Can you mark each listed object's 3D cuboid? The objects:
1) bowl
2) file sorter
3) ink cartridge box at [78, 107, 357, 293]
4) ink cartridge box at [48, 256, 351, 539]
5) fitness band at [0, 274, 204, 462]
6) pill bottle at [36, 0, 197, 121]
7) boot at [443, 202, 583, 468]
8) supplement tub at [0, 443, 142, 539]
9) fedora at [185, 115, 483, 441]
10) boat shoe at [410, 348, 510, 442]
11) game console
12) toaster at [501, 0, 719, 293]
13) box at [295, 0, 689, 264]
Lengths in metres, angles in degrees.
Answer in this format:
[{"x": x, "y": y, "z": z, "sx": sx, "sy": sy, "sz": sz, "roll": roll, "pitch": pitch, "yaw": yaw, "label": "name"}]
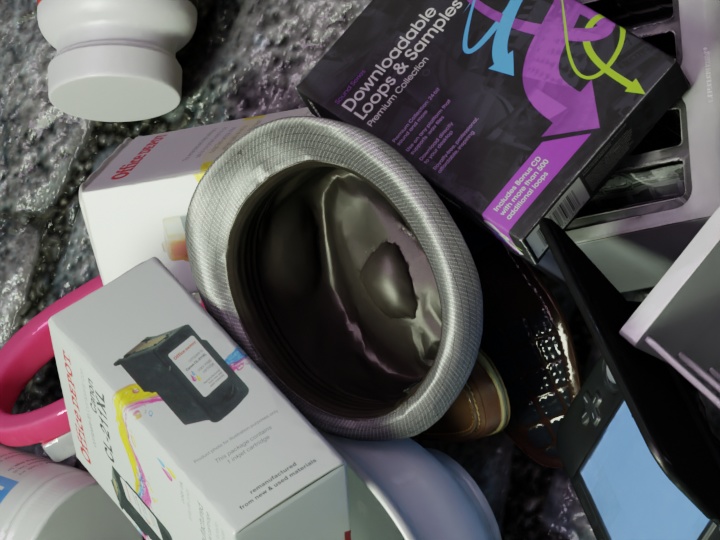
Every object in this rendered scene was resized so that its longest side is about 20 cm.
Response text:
[{"x": 0.025, "y": 0.172, "z": 1.577, "sx": 0.201, "sy": 0.090, "sz": 0.202, "roll": 37, "pitch": 141, "yaw": 38, "label": "bowl"}, {"x": 0.266, "y": 0.036, "z": 1.423, "sx": 0.124, "sy": 0.200, "sz": 0.139, "roll": 43, "pitch": 100, "yaw": 31, "label": "file sorter"}, {"x": -0.063, "y": -0.048, "z": 1.650, "sx": 0.199, "sy": 0.145, "sz": 0.084, "roll": -9, "pitch": 105, "yaw": 13, "label": "ink cartridge box"}, {"x": -0.095, "y": 0.113, "z": 1.532, "sx": 0.083, "sy": 0.146, "sz": 0.200, "roll": -31, "pitch": 55, "yaw": -21, "label": "ink cartridge box"}, {"x": -0.176, "y": 0.054, "z": 1.750, "sx": 0.199, "sy": 0.037, "sz": 0.144, "roll": -29, "pitch": 34, "yaw": 13, "label": "fitness band"}, {"x": -0.172, "y": -0.216, "z": 1.820, "sx": 0.115, "sy": 0.116, "sz": 0.201, "roll": -10, "pitch": 71, "yaw": 29, "label": "pill bottle"}, {"x": 0.101, "y": 0.022, "z": 1.618, "sx": 0.074, "sy": 0.097, "sz": 0.201, "roll": -23, "pitch": 93, "yaw": 21, "label": "boot"}, {"x": -0.263, "y": 0.182, "z": 1.754, "sx": 0.199, "sy": 0.132, "sz": 0.133, "roll": 13, "pitch": 83, "yaw": 34, "label": "supplement tub"}, {"x": 0.000, "y": 0.000, "z": 1.518, "sx": 0.200, "sy": 0.090, "sz": 0.177, "roll": 50, "pitch": 119, "yaw": 10, "label": "fedora"}, {"x": 0.017, "y": 0.077, "z": 1.607, "sx": 0.200, "sy": 0.067, "sz": 0.072, "roll": 10, "pitch": 119, "yaw": 54, "label": "boat shoe"}, {"x": 0.142, "y": 0.101, "z": 1.441, "sx": 0.176, "sy": 0.116, "sz": 0.201, "roll": -62, "pitch": 34, "yaw": 34, "label": "game console"}, {"x": 0.173, "y": -0.089, "z": 1.566, "sx": 0.199, "sy": 0.119, "sz": 0.182, "roll": -11, "pitch": 70, "yaw": 29, "label": "toaster"}, {"x": 0.075, "y": -0.109, "z": 1.519, "sx": 0.200, "sy": 0.036, "sz": 0.143, "roll": 35, "pitch": 79, "yaw": 36, "label": "box"}]
